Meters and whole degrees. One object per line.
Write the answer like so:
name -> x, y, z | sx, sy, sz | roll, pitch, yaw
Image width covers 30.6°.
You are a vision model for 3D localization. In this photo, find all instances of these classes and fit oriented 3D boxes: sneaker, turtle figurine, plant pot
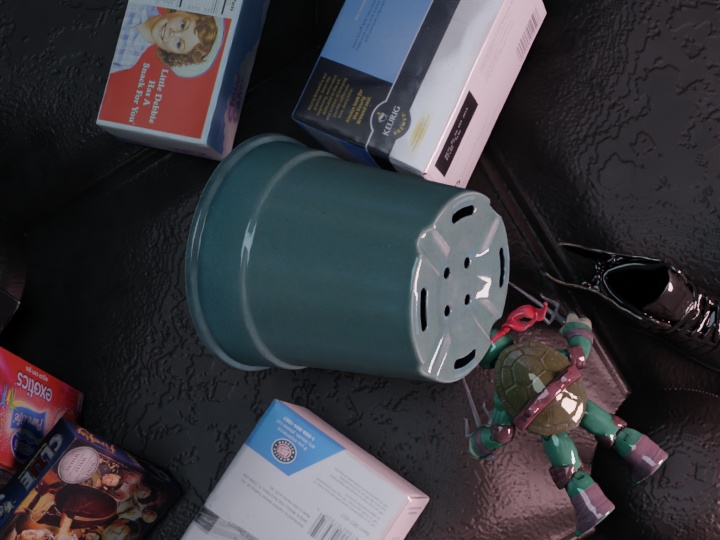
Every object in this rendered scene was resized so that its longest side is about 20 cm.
sneaker -> 0.248, 0.030, 1.051 | 0.200, 0.104, 0.060 | 22, 86, 18
turtle figurine -> 0.147, 0.107, 1.072 | 0.150, 0.101, 0.200 | -42, 78, 4
plant pot -> 0.000, 0.000, 1.049 | 0.196, 0.200, 0.201 | 10, 83, 33

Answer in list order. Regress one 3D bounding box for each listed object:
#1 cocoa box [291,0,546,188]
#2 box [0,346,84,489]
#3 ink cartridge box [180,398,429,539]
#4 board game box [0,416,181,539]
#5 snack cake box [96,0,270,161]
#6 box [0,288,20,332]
cocoa box -> 0.053, -0.178, 1.126 | 0.131, 0.133, 0.200 | 24, 87, 18
box -> -0.328, 0.127, 1.134 | 0.100, 0.200, 0.096 | -1, 70, 15
ink cartridge box -> -0.060, 0.232, 1.107 | 0.145, 0.084, 0.200 | 34, 90, 18
board game box -> -0.267, 0.235, 1.136 | 0.200, 0.135, 0.035 | -51, 45, 2
snack cake box -> -0.158, -0.212, 1.224 | 0.115, 0.067, 0.200 | 13, 84, 15
box -> -0.449, 0.055, 1.198 | 0.200, 0.050, 0.199 | 35, 79, -17
